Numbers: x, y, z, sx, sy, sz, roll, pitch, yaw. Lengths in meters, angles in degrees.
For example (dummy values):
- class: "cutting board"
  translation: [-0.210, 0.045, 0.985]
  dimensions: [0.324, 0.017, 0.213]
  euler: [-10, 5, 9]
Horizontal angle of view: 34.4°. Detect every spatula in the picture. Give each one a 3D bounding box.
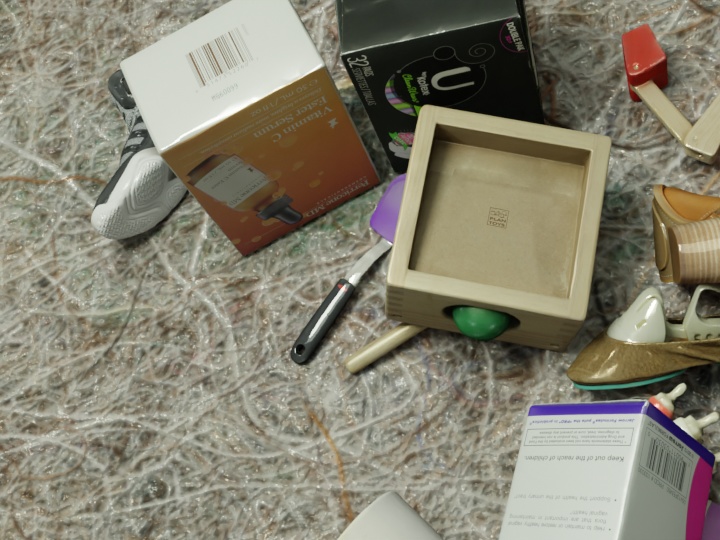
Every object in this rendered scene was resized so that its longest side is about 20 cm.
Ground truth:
- class: "spatula"
  translation: [0.000, 0.000, 1.038]
  dimensions: [0.056, 0.021, 0.200]
  euler: [34, 81, 24]

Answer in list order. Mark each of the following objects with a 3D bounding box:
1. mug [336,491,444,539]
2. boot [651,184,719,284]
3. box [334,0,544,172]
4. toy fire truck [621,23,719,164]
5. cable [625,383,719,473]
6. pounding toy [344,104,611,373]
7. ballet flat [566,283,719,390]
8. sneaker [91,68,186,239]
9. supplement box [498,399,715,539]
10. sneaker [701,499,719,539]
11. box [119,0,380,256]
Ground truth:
- class: "mug"
  translation: [0.030, 0.282, 0.851]
  dimensions: [0.153, 0.149, 0.187]
  euler: [34, 85, 16]
- class: "boot"
  translation: [0.307, -0.034, 0.889]
  dimensions: [0.155, 0.200, 0.077]
  euler: [-6, 95, 7]
- class: "box"
  translation: [0.071, -0.193, 0.999]
  dimensions: [0.148, 0.200, 0.125]
  euler: [-10, 64, 12]
- class: "toy fire truck"
  translation: [0.318, -0.135, 0.991]
  dimensions: [0.141, 0.049, 0.200]
  euler: [-21, 65, 7]
- class: "cable"
  translation: [0.185, 0.160, 0.902]
  dimensions: [0.200, 0.050, 0.097]
  euler: [-32, 51, 2]
- class: "pounding toy"
  translation: [0.093, -0.009, 0.969]
  dimensions: [0.184, 0.142, 0.200]
  euler: [11, 73, 4]
- class: "ballet flat"
  translation: [0.259, 0.046, 0.912]
  dimensions: [0.199, 0.068, 0.073]
  euler: [-6, 110, 12]
- class: "sneaker"
  translation: [-0.211, -0.125, 1.123]
  dimensions: [0.114, 0.076, 0.200]
  euler: [30, 72, 25]
- class: "supplement box"
  translation: [0.160, 0.201, 0.793]
  dimensions: [0.103, 0.101, 0.200]
  euler: [-9, 54, 44]
- class: "sneaker"
  translation: [0.248, 0.269, 0.828]
  dimensions: [0.114, 0.073, 0.201]
  euler: [24, 76, 20]
- class: "box"
  translation: [-0.089, -0.127, 1.016]
  dimensions: [0.152, 0.200, 0.106]
  euler: [-29, 62, 2]
